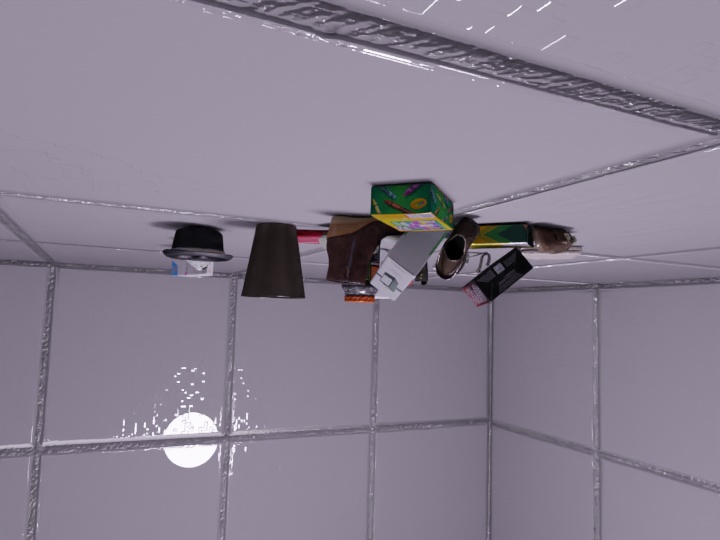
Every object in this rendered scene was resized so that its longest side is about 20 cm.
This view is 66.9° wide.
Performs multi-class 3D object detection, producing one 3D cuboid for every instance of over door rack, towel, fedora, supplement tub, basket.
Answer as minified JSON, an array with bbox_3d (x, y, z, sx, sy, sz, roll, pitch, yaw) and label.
[{"bbox_3d":[0.255,-0.031,1.513,0.147,0.067,0.200,5,180,35],"label":"over door rack"},{"bbox_3d":[-0.133,-0.098,1.674,0.144,0.023,0.200,2,175,1],"label":"towel"},{"bbox_3d":[0.623,-0.057,1.812,0.199,0.035,0.133,0,176,12],"label":"towel"},{"bbox_3d":[-0.472,-0.079,1.598,0.200,0.092,0.201,2,175,0],"label":"fedora"},{"bbox_3d":[0.000,0.000,1.721,0.122,0.201,0.123,2,175,0],"label":"supplement tub"},{"bbox_3d":[-0.239,-0.025,1.516,0.180,0.201,0.136,3,174,-20],"label":"basket"}]

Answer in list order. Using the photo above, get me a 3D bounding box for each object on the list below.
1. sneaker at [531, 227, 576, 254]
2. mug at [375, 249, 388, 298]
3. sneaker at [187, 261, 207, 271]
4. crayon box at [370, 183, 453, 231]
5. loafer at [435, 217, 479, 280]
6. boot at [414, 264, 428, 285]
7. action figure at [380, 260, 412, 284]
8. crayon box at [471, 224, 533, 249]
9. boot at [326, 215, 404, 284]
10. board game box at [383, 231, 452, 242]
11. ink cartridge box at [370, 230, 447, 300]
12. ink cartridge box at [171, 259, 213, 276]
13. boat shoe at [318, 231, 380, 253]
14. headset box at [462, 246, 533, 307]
[{"bbox_3d":[0.508,-0.087,1.428,0.075,0.071,0.200,-23,166,30],"label":"sneaker"},{"bbox_3d":[0.065,0.014,2.008,0.147,0.176,0.200,-2,174,41],"label":"mug"},{"bbox_3d":[-0.526,-0.049,1.851,0.200,0.076,0.115,9,151,27],"label":"sneaker"},{"bbox_3d":[0.108,-0.122,1.092,0.118,0.058,0.200,0,175,21],"label":"crayon box"},{"bbox_3d":[0.227,-0.045,1.355,0.073,0.200,0.071,33,-132,17],"label":"loafer"},{"bbox_3d":[0.167,-0.032,1.648,0.077,0.139,0.200,-1,173,32],"label":"boot"},{"bbox_3d":[0.103,-0.020,1.494,0.065,0.099,0.200,-21,-155,13],"label":"action figure"},{"bbox_3d":[0.347,-0.087,1.440,0.200,0.051,0.127,-1,177,24],"label":"crayon box"},{"bbox_3d":[0.014,-0.047,1.341,0.199,0.167,0.072,3,171,-4],"label":"boot"},{"bbox_3d":[0.147,-0.102,1.452,0.199,0.034,0.134,0,175,16],"label":"board game box"},{"bbox_3d":[0.113,-0.028,1.330,0.084,0.146,0.200,37,158,3],"label":"ink cartridge box"},{"bbox_3d":[-0.601,-0.037,1.996,0.200,0.115,0.068,-1,174,35],"label":"ink cartridge box"},{"bbox_3d":[-0.023,-0.086,1.456,0.201,0.060,0.072,6,139,41],"label":"boat shoe"},{"bbox_3d":[0.370,0.024,1.504,0.149,0.075,0.200,-37,173,-5],"label":"headset box"}]
